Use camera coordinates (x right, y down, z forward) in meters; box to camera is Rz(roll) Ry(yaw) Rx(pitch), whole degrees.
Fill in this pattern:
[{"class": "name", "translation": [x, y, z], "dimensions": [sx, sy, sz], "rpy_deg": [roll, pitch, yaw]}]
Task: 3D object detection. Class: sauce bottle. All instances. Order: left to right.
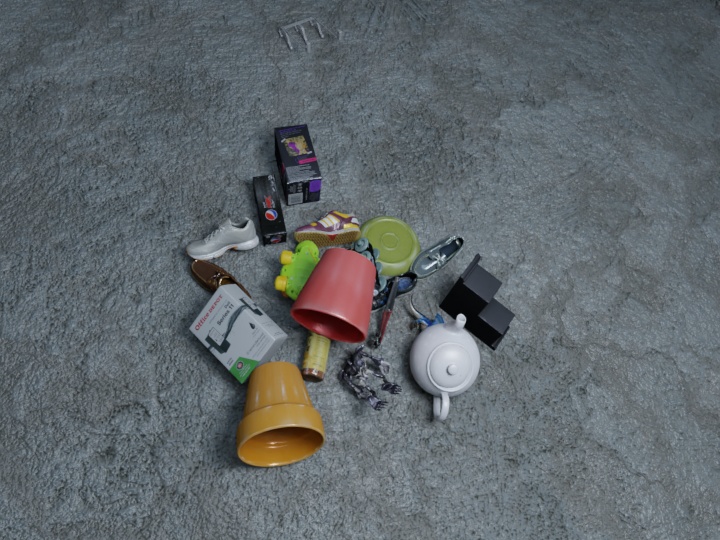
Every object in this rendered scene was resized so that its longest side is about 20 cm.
[{"class": "sauce bottle", "translation": [-0.108, 0.184, 1.383], "dimensions": [0.065, 0.066, 0.203], "rpy_deg": [11, 60, -4]}]

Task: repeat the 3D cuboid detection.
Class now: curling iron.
[{"class": "curling iron", "translation": [0.071, 0.114, 1.418], "dimensions": [0.025, 0.050, 0.203], "rpy_deg": [20, 88, 15]}]

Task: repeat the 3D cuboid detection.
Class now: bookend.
[{"class": "bookend", "translation": [0.338, 0.089, 1.431], "dimensions": [0.198, 0.201, 0.092], "rpy_deg": [38, 64, 11]}]

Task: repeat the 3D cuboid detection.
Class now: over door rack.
[{"class": "over door rack", "translation": [-0.176, -0.814, 1.853], "dimensions": [0.146, 0.067, 0.200], "rpy_deg": [-30, 52, -22]}]

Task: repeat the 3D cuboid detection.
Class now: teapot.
[{"class": "teapot", "translation": [0.217, 0.237, 1.334], "dimensions": [0.196, 0.146, 0.202], "rpy_deg": [-34, 96, 0]}]

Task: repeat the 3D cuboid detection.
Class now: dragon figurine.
[{"class": "dragon figurine", "translation": [0.195, 0.156, 1.450], "dimensions": [0.098, 0.059, 0.203], "rpy_deg": [-12, 71, -18]}]

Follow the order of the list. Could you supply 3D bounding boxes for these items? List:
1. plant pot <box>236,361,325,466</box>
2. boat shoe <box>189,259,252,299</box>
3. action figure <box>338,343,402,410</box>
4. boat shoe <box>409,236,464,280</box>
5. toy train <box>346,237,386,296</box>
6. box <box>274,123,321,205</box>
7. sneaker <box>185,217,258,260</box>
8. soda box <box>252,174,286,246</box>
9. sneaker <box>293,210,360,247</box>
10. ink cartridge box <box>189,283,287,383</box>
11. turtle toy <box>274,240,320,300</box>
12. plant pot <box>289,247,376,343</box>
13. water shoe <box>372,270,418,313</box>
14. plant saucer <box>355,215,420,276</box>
[{"class": "plant pot", "translation": [-0.192, 0.324, 1.237], "dimensions": [0.196, 0.202, 0.185], "rpy_deg": [-5, 49, -12]}, {"class": "boat shoe", "translation": [-0.369, 0.029, 1.410], "dimensions": [0.199, 0.068, 0.072], "rpy_deg": [35, 63, 8]}, {"class": "action figure", "translation": [0.018, 0.270, 1.341], "dimensions": [0.119, 0.102, 0.200], "rpy_deg": [-50, 37, 1]}, {"class": "boat shoe", "translation": [0.226, -0.042, 1.547], "dimensions": [0.198, 0.062, 0.074], "rpy_deg": [-33, 90, -24]}, {"class": "toy train", "translation": [0.000, 0.000, 1.457], "dimensions": [0.113, 0.085, 0.202], "rpy_deg": [-31, 45, 21]}, {"class": "box", "translation": [-0.189, -0.314, 1.580], "dimensions": [0.104, 0.123, 0.203], "rpy_deg": [-10, 65, -14]}, {"class": "sneaker", "translation": [-0.379, -0.096, 1.446], "dimensions": [0.197, 0.093, 0.076], "rpy_deg": [-17, 37, -22]}, {"class": "soda box", "translation": [-0.263, -0.175, 1.532], "dimensions": [0.069, 0.064, 0.203], "rpy_deg": [-9, 65, -13]}, {"class": "sneaker", "translation": [-0.101, -0.125, 1.537], "dimensions": [0.196, 0.075, 0.091], "rpy_deg": [-4, 56, -19]}, {"class": "ink cartridge box", "translation": [-0.304, 0.153, 1.317], "dimensions": [0.199, 0.083, 0.147], "rpy_deg": [41, 100, 12]}, {"class": "turtle toy", "translation": [-0.153, 0.003, 1.441], "dimensions": [0.143, 0.101, 0.204], "rpy_deg": [10, 62, -7]}, {"class": "plant pot", "translation": [-0.051, 0.057, 1.299], "dimensions": [0.197, 0.201, 0.180], "rpy_deg": [20, 67, 1]}, {"class": "water shoe", "translation": [0.069, 0.051, 1.469], "dimensions": [0.198, 0.079, 0.072], "rpy_deg": [-26, 70, -21]}, {"class": "plant saucer", "translation": [0.084, -0.081, 1.566], "dimensions": [0.196, 0.031, 0.204], "rpy_deg": [4, 64, -8]}]
